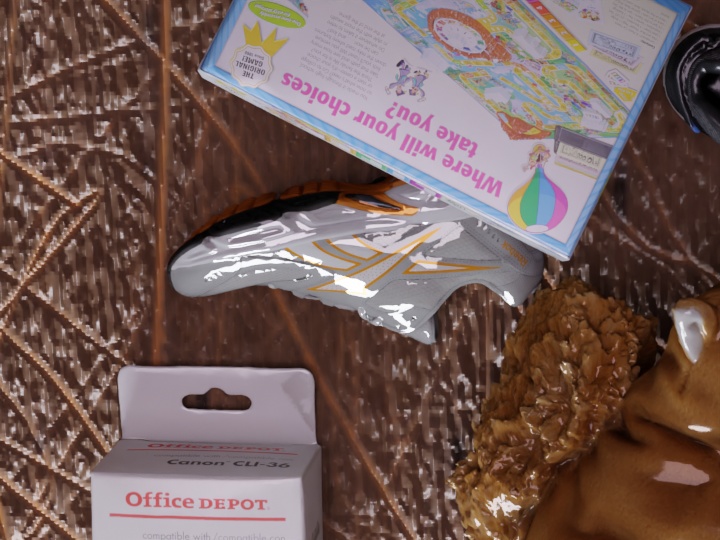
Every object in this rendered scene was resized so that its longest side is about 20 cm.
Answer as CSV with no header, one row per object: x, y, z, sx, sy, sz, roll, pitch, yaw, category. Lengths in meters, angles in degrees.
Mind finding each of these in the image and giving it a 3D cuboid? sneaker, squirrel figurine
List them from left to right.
0.000,0.000,1.021,0.198,0.076,0.093,-12,103,11,sneaker
0.137,0.078,0.958,0.199,0.141,0.188,30,121,30,squirrel figurine
0.241,-0.063,0.955,0.198,0.112,0.074,15,103,4,sneaker

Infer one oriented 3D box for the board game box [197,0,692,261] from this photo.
0.040,-0.109,0.960,0.199,0.034,0.135,27,89,0,board game box

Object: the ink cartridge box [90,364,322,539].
-0.080,0.155,1.061,0.115,0.068,0.202,0,101,7,ink cartridge box
